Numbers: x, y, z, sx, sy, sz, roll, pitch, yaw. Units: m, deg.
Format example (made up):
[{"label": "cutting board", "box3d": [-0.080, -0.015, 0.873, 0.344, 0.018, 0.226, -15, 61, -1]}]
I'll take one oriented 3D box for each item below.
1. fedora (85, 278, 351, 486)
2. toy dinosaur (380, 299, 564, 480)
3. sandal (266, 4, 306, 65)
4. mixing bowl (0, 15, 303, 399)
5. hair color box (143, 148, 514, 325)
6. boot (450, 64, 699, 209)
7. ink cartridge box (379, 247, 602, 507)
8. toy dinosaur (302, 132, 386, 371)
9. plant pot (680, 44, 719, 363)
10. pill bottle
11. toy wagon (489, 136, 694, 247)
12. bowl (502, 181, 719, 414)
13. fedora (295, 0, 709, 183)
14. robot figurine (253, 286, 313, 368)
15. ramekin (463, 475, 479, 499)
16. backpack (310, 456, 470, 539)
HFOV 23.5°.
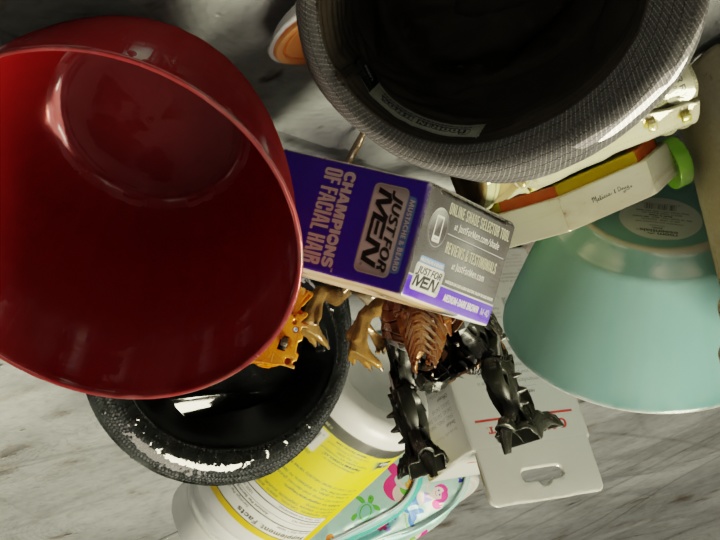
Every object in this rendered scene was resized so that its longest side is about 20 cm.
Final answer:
[{"label": "fedora", "box3d": [-0.106, 0.045, 1.143, 0.199, 0.202, 0.091, -4, -172, -32]}, {"label": "toy dinosaur", "box3d": [0.044, 0.049, 1.036, 0.102, 0.137, 0.200, -18, 179, 29]}, {"label": "sandal", "box3d": [0.054, -0.123, 0.918, 0.205, 0.060, 0.079, -9, 159, -23]}, {"label": "mixing bowl", "box3d": [-0.116, -0.048, 0.845, 0.199, 0.109, 0.201, 6, 128, 7]}, {"label": "hair color box", "box3d": [-0.030, -0.028, 0.945, 0.199, 0.065, 0.109, 13, 177, 30]}, {"label": "boot", "box3d": [0.121, -0.090, 1.004, 0.154, 0.073, 0.200, -20, 180, 4]}, {"label": "ink cartridge box", "box3d": [0.095, 0.088, 1.308, 0.115, 0.201, 0.067, -3, 157, -34]}, {"label": "toy dinosaur", "box3d": [0.000, 0.000, 1.118, 0.060, 0.107, 0.200, 12, 154, 31]}, {"label": "plant pot", "box3d": [0.291, -0.058, 1.102, 0.199, 0.185, 0.201, -16, 160, -6]}, {"label": "pill bottle", "box3d": [-0.051, 0.136, 1.287, 0.112, 0.113, 0.200, 6, 137, -49]}, {"label": "toy wagon", "box3d": [0.118, -0.048, 1.133, 0.154, 0.040, 0.200, -23, -170, -15]}, {"label": "bowl", "box3d": [0.202, -0.001, 1.223, 0.199, 0.201, 0.106, -11, 124, -17]}, {"label": "fedora", "box3d": [0.069, -0.137, 0.795, 0.200, 0.177, 0.090, -37, -177, 27]}, {"label": "robot figurine", "box3d": [-0.130, 0.005, 0.989, 0.199, 0.059, 0.145, 19, 179, -9]}, {"label": "ramekin", "box3d": [0.006, 0.192, 1.672, 0.201, 0.095, 0.203, -16, 161, -6]}, {"label": "backpack", "box3d": [-0.010, 0.154, 1.438, 0.199, 0.179, 0.151, -18, 166, -11]}]
